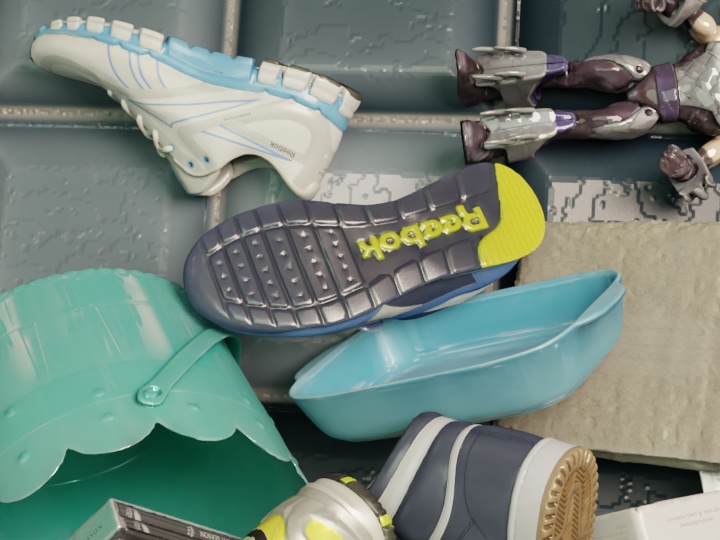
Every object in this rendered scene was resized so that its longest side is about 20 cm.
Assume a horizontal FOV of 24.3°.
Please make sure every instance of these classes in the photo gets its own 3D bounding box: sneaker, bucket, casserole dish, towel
[{"bbox_3d":[0.000,0.000,0.908,0.200,0.082,0.074,-10,74,-19],"label":"sneaker"},{"bbox_3d":[0.050,0.166,0.835,0.108,0.070,0.200,17,109,30],"label":"sneaker"},{"bbox_3d":[-0.015,0.202,0.816,0.076,0.075,0.200,-20,101,-32],"label":"sneaker"},{"bbox_3d":[-0.136,0.107,0.878,0.207,0.207,0.135,-30,51,4],"label":"bucket"},{"bbox_3d":[-0.106,-0.091,0.979,0.200,0.075,0.087,16,90,12],"label":"sneaker"},{"bbox_3d":[0.054,0.049,0.890,0.200,0.121,0.039,-13,104,36],"label":"casserole dish"},{"bbox_3d":[0.162,0.037,0.891,0.200,0.034,0.133,2,77,41],"label":"towel"}]

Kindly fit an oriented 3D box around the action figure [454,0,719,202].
[{"bbox_3d":[0.155,-0.097,0.938,0.200,0.069,0.130,-6,70,4],"label":"action figure"}]

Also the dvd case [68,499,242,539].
[{"bbox_3d":[-0.098,0.188,0.853,0.146,0.200,0.022,-44,47,19],"label":"dvd case"}]

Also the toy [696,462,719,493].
[{"bbox_3d":[0.282,0.112,0.893,0.200,0.047,0.115,-11,73,4],"label":"toy"}]

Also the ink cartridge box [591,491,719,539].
[{"bbox_3d":[0.157,0.221,0.849,0.067,0.116,0.200,-7,79,-28],"label":"ink cartridge box"}]
